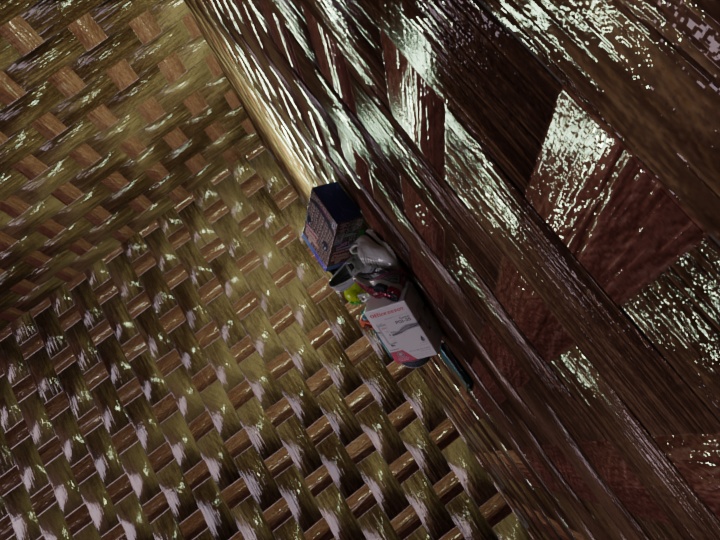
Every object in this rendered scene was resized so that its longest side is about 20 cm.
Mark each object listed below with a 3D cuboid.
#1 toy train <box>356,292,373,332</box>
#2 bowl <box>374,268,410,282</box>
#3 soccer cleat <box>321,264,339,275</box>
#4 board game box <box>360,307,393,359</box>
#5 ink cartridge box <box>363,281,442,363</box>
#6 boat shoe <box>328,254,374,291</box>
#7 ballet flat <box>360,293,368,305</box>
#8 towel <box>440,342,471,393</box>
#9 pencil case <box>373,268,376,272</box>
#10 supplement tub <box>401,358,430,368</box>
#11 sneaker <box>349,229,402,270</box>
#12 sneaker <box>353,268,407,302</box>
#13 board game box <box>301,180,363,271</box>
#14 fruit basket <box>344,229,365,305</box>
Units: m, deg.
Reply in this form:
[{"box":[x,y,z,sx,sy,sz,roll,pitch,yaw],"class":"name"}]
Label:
[{"box":[0.043,0.156,1.802,0.146,0.057,0.202,14,150,15],"class":"toy train"},{"box":[0.093,0.058,1.639,0.203,0.093,0.201,56,176,6],"class":"bowl"},{"box":[-0.086,-0.017,1.852,0.083,0.066,0.200,64,-177,-4],"class":"soccer cleat"},{"box":[0.115,0.189,2.003,0.202,0.149,0.047,54,177,21],"class":"board game box"},{"box":[0.119,0.148,1.553,0.202,0.144,0.084,56,-144,-23],"class":"ink cartridge box"},{"box":[-0.017,-0.003,1.701,0.074,0.200,0.066,52,-157,23],"class":"boat shoe"},{"box":[0.044,0.072,1.923,0.070,0.069,0.199,54,145,1],"class":"ballet flat"},{"box":[0.292,0.302,1.712,0.148,0.021,0.200,56,178,22],"class":"towel"},{"box":[0.081,0.067,1.778,0.077,0.088,0.200,4,147,46],"class":"pencil case"},{"box":[0.168,0.235,1.806,0.142,0.139,0.201,53,175,22],"class":"supplement tub"},{"box":[0.044,-0.038,1.549,0.199,0.080,0.078,39,160,53],"class":"sneaker"},{"box":[0.055,0.030,1.493,0.080,0.076,0.198,39,164,-33],"class":"sneaker"},{"box":[-0.088,-0.132,1.684,0.161,0.095,0.203,53,145,29],"class":"board game box"},{"box":[0.000,0.000,1.839,0.216,0.152,0.221,-21,-90,-90],"class":"fruit basket"}]
